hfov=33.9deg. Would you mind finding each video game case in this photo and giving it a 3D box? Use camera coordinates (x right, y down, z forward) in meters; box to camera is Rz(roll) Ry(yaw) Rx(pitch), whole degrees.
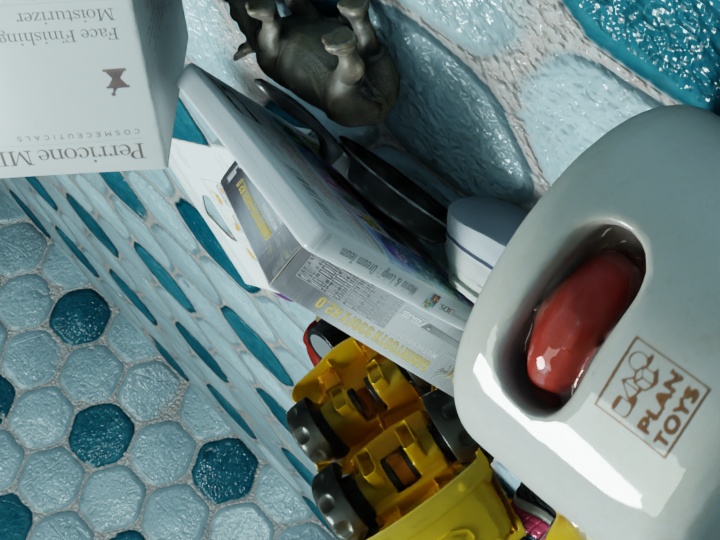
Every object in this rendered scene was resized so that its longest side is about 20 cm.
[{"bbox_3d":[-0.022,-0.050,0.812,0.182,0.024,0.200,28,-163,-48],"label":"video game case"}]

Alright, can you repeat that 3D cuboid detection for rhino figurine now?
[{"bbox_3d":[-0.044,-0.157,0.807,0.200,0.060,0.088,36,157,43],"label":"rhino figurine"}]

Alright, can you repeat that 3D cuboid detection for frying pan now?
[{"bbox_3d":[0.008,-0.063,0.806,0.115,0.031,0.190,43,-167,31],"label":"frying pan"}]

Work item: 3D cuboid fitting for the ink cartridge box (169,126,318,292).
[{"bbox_3d":[-0.073,-0.047,1.029,0.173,0.044,0.201,18,148,41],"label":"ink cartridge box"}]

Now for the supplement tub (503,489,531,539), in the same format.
[{"bbox_3d":[0.109,0.268,1.307,0.200,0.107,0.107,44,164,18],"label":"supplement tub"}]

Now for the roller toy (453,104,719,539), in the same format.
[{"bbox_3d":[0.143,0.037,0.517,0.140,0.200,0.183,39,156,28],"label":"roller toy"}]

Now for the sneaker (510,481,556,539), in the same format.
[{"bbox_3d":[0.201,0.207,0.947,0.199,0.075,0.080,23,176,45],"label":"sneaker"}]

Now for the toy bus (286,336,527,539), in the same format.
[{"bbox_3d":[0.051,0.166,0.969,0.192,0.135,0.200,49,-173,-38],"label":"toy bus"}]

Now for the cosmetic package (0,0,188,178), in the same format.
[{"bbox_3d":[-0.220,-0.192,0.822,0.201,0.163,0.166,85,-177,-45],"label":"cosmetic package"}]

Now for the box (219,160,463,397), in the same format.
[{"bbox_3d":[0.000,0.000,0.873,0.199,0.048,0.159,32,-165,-33],"label":"box"}]

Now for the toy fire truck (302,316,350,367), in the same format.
[{"bbox_3d":[0.032,0.108,1.158,0.176,0.128,0.200,46,154,9],"label":"toy fire truck"}]

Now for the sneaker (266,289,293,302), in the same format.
[{"bbox_3d":[-0.055,-0.019,1.134,0.083,0.081,0.200,35,160,23],"label":"sneaker"}]

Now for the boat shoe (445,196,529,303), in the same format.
[{"bbox_3d":[0.117,0.032,0.735,0.202,0.074,0.087,37,132,44],"label":"boat shoe"}]
